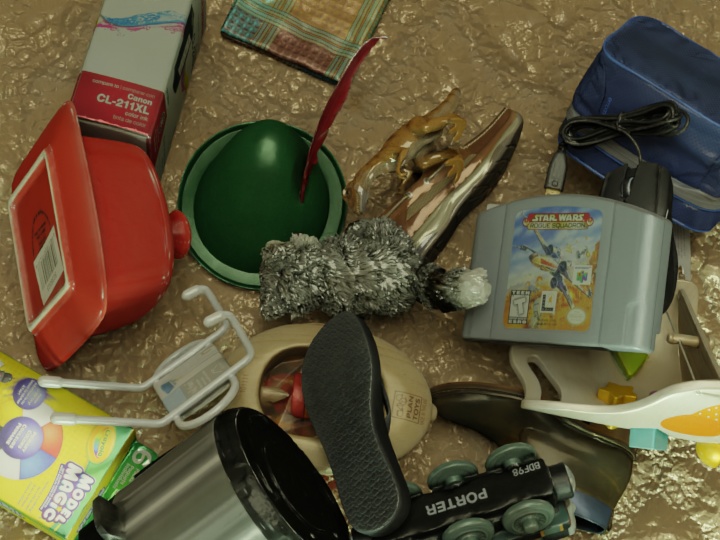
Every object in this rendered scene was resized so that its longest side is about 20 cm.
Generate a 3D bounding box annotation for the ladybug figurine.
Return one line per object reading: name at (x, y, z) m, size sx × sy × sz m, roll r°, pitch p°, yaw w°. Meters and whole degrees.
ladybug figurine at (-0.030, 0.120, 1.454) m, size 0.197 × 0.072 × 0.137 m, roll 11°, pitch 70°, yaw 1°

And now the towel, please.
towel at (-0.039, -0.296, 1.638) m, size 0.145 × 0.022 × 0.202 m, roll 23°, pitch 70°, yaw 5°

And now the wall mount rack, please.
wall mount rack at (-0.182, 0.089, 1.391) m, size 0.173 × 0.200 × 0.075 m, roll -35°, pitch 108°, yaw -7°

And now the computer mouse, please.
computer mouse at (0.217, -0.054, 1.442) m, size 0.139 × 0.046 × 0.203 m, roll -1°, pitch 79°, yaw 37°

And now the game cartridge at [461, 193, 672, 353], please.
game cartridge at (0.177, 0.001, 1.414) m, size 0.199 × 0.041 × 0.135 m, roll 1°, pitch 84°, yaw 43°

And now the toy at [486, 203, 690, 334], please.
toy at (0.212, 0.005, 1.527) m, size 0.197 × 0.047 × 0.117 m, roll 5°, pitch 71°, yaw -9°

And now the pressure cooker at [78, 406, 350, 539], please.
pressure cooker at (-0.128, 0.232, 1.336) m, size 0.199 × 0.179 × 0.177 m, roll -38°, pitch 83°, yaw 11°

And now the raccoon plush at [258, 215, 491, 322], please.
raccoon plush at (0.000, 0.000, 1.437) m, size 0.133 × 0.199 × 0.098 m, roll -8°, pitch 90°, yaw -46°

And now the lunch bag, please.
lunch bag at (0.297, -0.129, 1.527) m, size 0.199 × 0.133 × 0.136 m, roll 35°, pitch 37°, yaw 16°

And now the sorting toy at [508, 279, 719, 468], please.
sorting toy at (0.223, 0.095, 1.418) m, size 0.178 × 0.108 × 0.200 m, roll 2°, pitch 25°, yaw -2°

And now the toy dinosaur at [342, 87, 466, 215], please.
toy dinosaur at (0.060, -0.129, 1.508) m, size 0.106 × 0.061 × 0.200 m, roll 17°, pitch 50°, yaw 45°

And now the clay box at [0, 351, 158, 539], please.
clay box at (-0.289, 0.158, 1.435) m, size 0.198 × 0.048 × 0.116 m, roll 28°, pitch 70°, yaw 7°

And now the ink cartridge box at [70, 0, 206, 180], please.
ink cartridge box at (-0.207, -0.192, 1.520) m, size 0.082 × 0.146 × 0.202 m, roll 14°, pitch 69°, yaw 0°

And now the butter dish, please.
butter dish at (-0.223, -0.029, 1.454) m, size 0.146 × 0.200 × 0.202 m, roll -3°, pitch 72°, yaw -29°

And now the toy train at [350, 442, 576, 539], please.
toy train at (0.092, 0.219, 1.386) m, size 0.198 × 0.114 × 0.086 m, roll -18°, pitch 51°, yaw 3°

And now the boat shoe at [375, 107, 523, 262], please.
boat shoe at (0.082, -0.087, 1.541) m, size 0.072 × 0.076 × 0.200 m, roll 36°, pitch 68°, yaw 13°

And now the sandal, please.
sandal at (-0.002, 0.134, 1.386) m, size 0.076 × 0.043 × 0.202 m, roll -25°, pitch 62°, yaw 25°

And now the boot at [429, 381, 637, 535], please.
boot at (0.150, 0.166, 1.448) m, size 0.198 × 0.075 × 0.098 m, roll 15°, pitch 66°, yaw 0°

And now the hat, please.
hat at (-0.083, -0.105, 1.478) m, size 0.164 × 0.176 × 0.202 m, roll 14°, pitch 68°, yaw 0°
